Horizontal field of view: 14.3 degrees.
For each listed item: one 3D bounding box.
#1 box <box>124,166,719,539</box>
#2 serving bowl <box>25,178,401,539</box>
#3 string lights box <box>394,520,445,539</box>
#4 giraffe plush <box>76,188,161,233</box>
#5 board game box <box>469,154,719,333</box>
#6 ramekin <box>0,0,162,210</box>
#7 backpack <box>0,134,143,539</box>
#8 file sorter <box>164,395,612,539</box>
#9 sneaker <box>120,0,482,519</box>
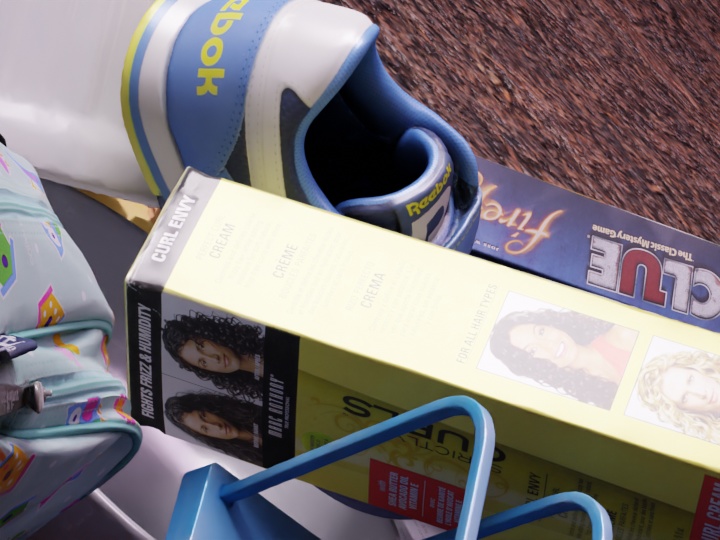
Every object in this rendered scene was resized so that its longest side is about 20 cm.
[{"bbox_3d":[0.033,0.037,0.816,0.199,0.075,0.050,18,52,10],"label":"box"},{"bbox_3d":[-0.078,0.060,0.904,0.200,0.066,0.200,41,16,-15],"label":"serving bowl"},{"bbox_3d":[0.063,0.142,1.056,0.200,0.059,0.103,29,23,-43],"label":"string lights box"},{"bbox_3d":[-0.088,-0.114,1.122,0.200,0.162,0.173,38,18,-22],"label":"giraffe plush"},{"bbox_3d":[0.031,0.012,1.051,0.135,0.200,0.035,19,70,-20],"label":"board game box"},{"bbox_3d":[-0.114,-0.087,0.955,0.199,0.098,0.200,17,2,-1],"label":"ramekin"},{"bbox_3d":[-0.142,0.027,0.712,0.127,0.166,0.200,67,16,6],"label":"backpack"},{"bbox_3d":[0.044,0.148,0.783,0.200,0.122,0.139,39,48,-29],"label":"file sorter"},{"bbox_3d":[0.000,0.000,0.886,0.201,0.082,0.074,62,42,-32],"label":"sneaker"}]
